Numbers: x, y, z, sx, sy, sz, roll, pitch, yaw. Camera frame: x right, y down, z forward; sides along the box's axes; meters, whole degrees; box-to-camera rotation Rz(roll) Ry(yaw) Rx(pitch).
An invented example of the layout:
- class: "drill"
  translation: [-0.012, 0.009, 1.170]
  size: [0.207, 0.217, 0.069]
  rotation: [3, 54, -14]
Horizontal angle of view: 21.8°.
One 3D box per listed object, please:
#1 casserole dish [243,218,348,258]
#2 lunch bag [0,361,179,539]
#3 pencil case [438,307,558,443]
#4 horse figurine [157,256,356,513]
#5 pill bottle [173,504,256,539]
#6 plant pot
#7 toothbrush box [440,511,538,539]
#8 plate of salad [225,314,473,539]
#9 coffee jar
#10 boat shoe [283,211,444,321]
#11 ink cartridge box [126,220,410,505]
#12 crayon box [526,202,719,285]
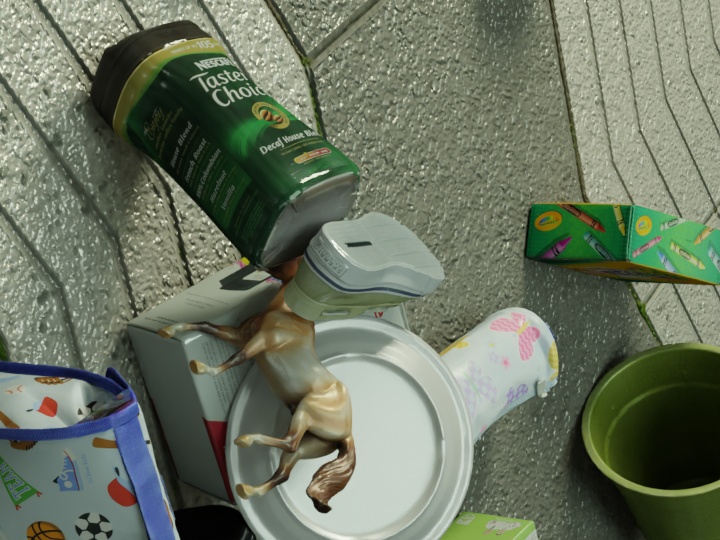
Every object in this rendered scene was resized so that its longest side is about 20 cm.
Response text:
- class: "casserole dish"
  translation: [-0.032, 0.029, 1.574]
  size: [0.121, 0.039, 0.201]
  rotation: [-40, 121, -43]
- class: "lunch bag"
  translation: [-0.199, 0.155, 1.237]
  size: [0.124, 0.199, 0.171]
  rotation: [-34, 116, -45]
- class: "pencil case"
  translation: [0.101, 0.109, 1.710]
  size: [0.200, 0.083, 0.091]
  rotation: [-32, 94, -46]
- class: "horse figurine"
  translation: [-0.056, 0.085, 1.354]
  size: [0.132, 0.050, 0.201]
  rotation: [-18, 72, -38]
- class: "pill bottle"
  translation: [-0.109, 0.291, 1.428]
  size: [0.112, 0.111, 0.201]
  rotation: [-38, 121, -44]
- class: "plant pot"
  translation: [0.344, 0.213, 1.967]
  size: [0.201, 0.199, 0.191]
  rotation: [-57, 145, -33]
- class: "toothbrush box"
  translation: [0.089, 0.335, 1.703]
  size: [0.200, 0.086, 0.146]
  rotation: [-38, 121, -45]
- class: "plate of salad"
  translation: [-0.009, 0.135, 1.425]
  size: [0.199, 0.048, 0.202]
  rotation: [1, 86, -19]
- class: "coffee jar"
  translation: [-0.101, -0.097, 1.363]
  size: [0.104, 0.200, 0.086]
  rotation: [-25, 150, -47]
- class: "boat shoe"
  translation: [0.000, 0.000, 1.389]
  size: [0.072, 0.062, 0.200]
  rotation: [51, 18, 17]
- class: "ink cartridge box"
  translation: [-0.064, 0.066, 1.464]
  size: [0.199, 0.083, 0.147]
  rotation: [-30, 115, -32]
- class: "crayon box"
  translation: [0.271, -0.026, 1.892]
  size: [0.199, 0.118, 0.059]
  rotation: [12, 83, -51]
